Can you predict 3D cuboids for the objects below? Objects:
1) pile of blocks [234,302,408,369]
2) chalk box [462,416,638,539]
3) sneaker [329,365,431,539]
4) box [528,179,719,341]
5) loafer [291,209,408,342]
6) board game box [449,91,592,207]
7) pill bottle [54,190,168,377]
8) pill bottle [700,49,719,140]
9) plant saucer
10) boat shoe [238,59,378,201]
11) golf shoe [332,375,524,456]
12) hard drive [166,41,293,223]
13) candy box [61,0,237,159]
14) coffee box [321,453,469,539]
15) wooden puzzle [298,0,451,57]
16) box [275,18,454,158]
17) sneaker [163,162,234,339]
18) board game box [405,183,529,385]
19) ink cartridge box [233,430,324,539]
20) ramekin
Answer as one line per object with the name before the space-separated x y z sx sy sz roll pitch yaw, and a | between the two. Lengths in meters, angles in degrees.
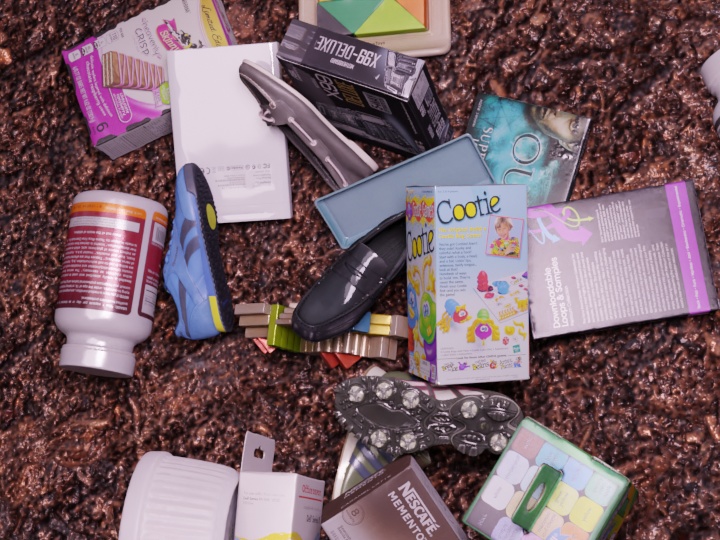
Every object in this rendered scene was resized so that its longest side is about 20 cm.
pile of blocks | -0.044 0.075 1.536 0.199 0.082 0.063 2 78 15
chalk box | 0.190 0.232 1.376 0.124 0.200 0.125 31 88 18
sneaker | 0.030 0.206 1.494 0.089 0.067 0.202 9 77 22
box | 0.269 -0.010 1.480 0.199 0.036 0.144 -9 79 3
loafer | 0.000 0.000 1.493 0.068 0.071 0.200 36 58 23
board game box | 0.166 -0.088 1.544 0.134 0.028 0.201 15 83 18
pill bottle | -0.289 0.017 1.597 0.112 0.113 0.201 4 78 16
pill bottle | 0.436 -0.141 1.439 0.116 0.116 0.201 -23 72 9
plant saucer | 0.049 -0.089 1.544 0.199 0.019 0.070 -22 114 23
boat shoe | -0.067 -0.155 1.559 0.200 0.067 0.057 39 84 -17
golf shoe | 0.071 0.151 1.448 0.199 0.088 0.078 9 97 10
hard drive | -0.151 -0.157 1.605 0.131 0.027 0.202 -3 97 7
candy box | -0.243 -0.239 1.669 0.199 0.061 0.137 -24 74 8
coffee box | 0.061 0.302 1.426 0.114 0.080 0.201 -33 93 5
wooden puzzle | 0.013 -0.342 1.636 0.184 0.037 0.202 -3 77 15
box | 0.010 -0.191 1.517 0.157 0.200 0.050 21 79 17
sneaker | -0.199 -0.020 1.583 0.078 0.066 0.202 -7 97 14
board game box | 0.110 0.011 1.455 0.104 0.103 0.202 -2 94 -15
ink cartridge box | -0.087 0.278 1.484 0.067 0.117 0.202 1 79 14
ramekin | -0.181 0.295 1.469 0.104 0.200 0.202 3 79 6
